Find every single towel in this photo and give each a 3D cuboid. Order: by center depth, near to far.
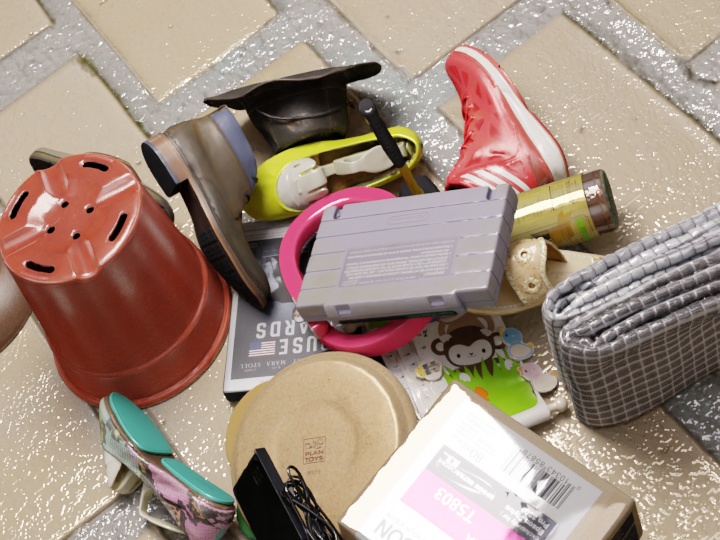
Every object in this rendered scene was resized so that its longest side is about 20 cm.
[{"bbox_3d":[0.264,0.048,1.356,0.198,0.166,0.086,-25,57,1],"label":"towel"}]

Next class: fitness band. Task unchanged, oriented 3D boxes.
[{"bbox_3d":[0.000,0.000,1.505,0.143,0.038,0.201,-30,46,-1],"label":"fitness band"}]

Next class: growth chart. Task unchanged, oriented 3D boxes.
[{"bbox_3d":[0.092,0.086,1.463,0.144,0.018,0.200,-27,53,-15],"label":"growth chart"}]

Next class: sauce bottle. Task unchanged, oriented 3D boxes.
[{"bbox_3d":[0.150,-0.040,1.510,0.198,0.065,0.065,-18,53,18],"label":"sauce bottle"}]

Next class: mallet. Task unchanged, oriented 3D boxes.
[{"bbox_3d":[0.044,-0.094,1.499,0.041,0.200,0.066,-33,60,2],"label":"mallet"}]

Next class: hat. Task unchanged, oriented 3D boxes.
[{"bbox_3d":[-0.064,-0.161,1.632,0.198,0.201,0.082,-12,93,9],"label":"hat"}]

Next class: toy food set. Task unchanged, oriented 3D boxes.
[{"bbox_3d":[-0.034,0.173,1.427,0.198,0.049,0.200,-25,60,14],"label":"toy food set"}]

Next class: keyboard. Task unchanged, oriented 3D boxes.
[{"bbox_3d":[-0.042,0.247,1.355,0.039,0.104,0.201,-15,63,-35],"label":"keyboard"}]

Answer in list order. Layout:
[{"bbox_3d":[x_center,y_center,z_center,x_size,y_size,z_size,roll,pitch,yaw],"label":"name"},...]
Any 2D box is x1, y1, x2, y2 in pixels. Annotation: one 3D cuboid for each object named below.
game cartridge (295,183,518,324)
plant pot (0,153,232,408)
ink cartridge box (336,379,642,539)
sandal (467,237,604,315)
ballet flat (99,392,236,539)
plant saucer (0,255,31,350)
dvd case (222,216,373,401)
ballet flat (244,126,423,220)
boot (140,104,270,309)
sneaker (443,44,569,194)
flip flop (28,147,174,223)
[{"bbox_3d":[0.043,-0.013,1.440,0.198,0.038,0.131,-6,54,28],"label":"game cartridge"},{"bbox_3d":[-0.251,0.002,1.530,0.198,0.196,0.203,-9,55,12],"label":"plant pot"},{"bbox_3d":[0.107,0.213,1.290,0.199,0.075,0.165,32,71,30],"label":"ink cartridge box"},{"bbox_3d":[0.171,-0.006,1.431,0.209,0.070,0.078,4,56,-8],"label":"sandal"},{"bbox_3d":[-0.197,0.196,1.473,0.199,0.069,0.072,37,100,33],"label":"ballet flat"},{"bbox_3d":[-0.445,0.021,1.678,0.198,0.037,0.203,-9,55,13],"label":"plant saucer"},{"bbox_3d":[-0.057,0.033,1.554,0.148,0.025,0.202,-6,55,14],"label":"dvd case"},{"bbox_3d":[-0.027,-0.101,1.584,0.198,0.068,0.067,-18,10,-8],"label":"ballet flat"},{"bbox_3d":[-0.124,-0.066,1.540,0.097,0.075,0.201,-35,96,-21],"label":"boot"},{"bbox_3d":[0.114,-0.140,1.581,0.115,0.079,0.201,-32,53,-7],"label":"sneaker"},{"bbox_3d":[-0.276,-0.096,1.685,0.198,0.082,0.058,21,51,34],"label":"flip flop"}]
